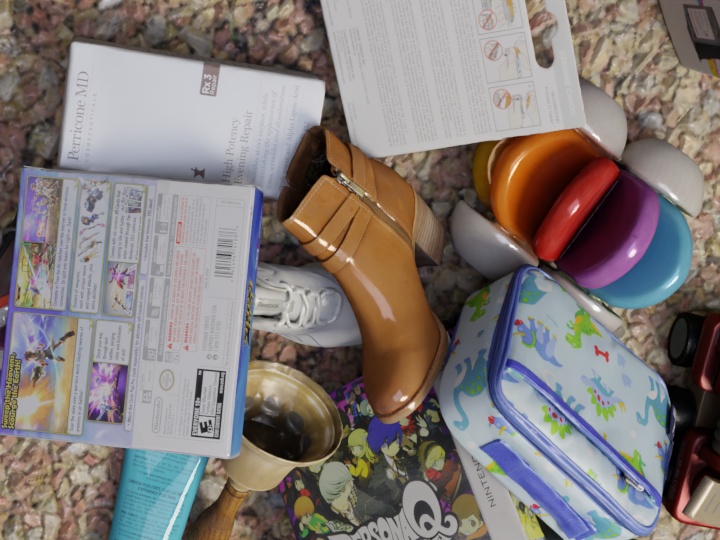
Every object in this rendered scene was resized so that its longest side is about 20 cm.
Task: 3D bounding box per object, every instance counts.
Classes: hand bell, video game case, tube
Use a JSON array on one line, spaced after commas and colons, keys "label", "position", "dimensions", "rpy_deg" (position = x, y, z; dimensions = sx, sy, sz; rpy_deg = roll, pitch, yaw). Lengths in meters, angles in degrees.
[{"label": "hand bell", "position": [-0.103, 0.178, 1.279], "dimensions": [0.103, 0.105, 0.201], "rpy_deg": [23, 126, -12]}, {"label": "video game case", "position": [-0.171, 0.031, 1.178], "dimensions": [0.179, 0.045, 0.202], "rpy_deg": [5, 87, 7]}, {"label": "tube", "position": [-0.177, 0.213, 1.311], "dimensions": [0.077, 0.050, 0.202], "rpy_deg": [15, 95, -8]}, {"label": "video game case", "position": [0.029, 0.171, 1.252], "dimensions": [0.199, 0.036, 0.183], "rpy_deg": [-28, 72, 27]}]

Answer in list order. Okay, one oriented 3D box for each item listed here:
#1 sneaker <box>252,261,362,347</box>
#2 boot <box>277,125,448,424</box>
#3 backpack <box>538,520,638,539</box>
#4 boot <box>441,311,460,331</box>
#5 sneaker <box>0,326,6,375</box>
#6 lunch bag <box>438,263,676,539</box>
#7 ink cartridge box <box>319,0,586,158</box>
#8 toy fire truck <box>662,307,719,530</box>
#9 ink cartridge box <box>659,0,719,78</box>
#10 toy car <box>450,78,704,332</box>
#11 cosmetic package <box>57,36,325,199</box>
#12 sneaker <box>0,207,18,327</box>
[{"label": "sneaker", "position": [-0.063, 0.027, 1.267], "dimensions": [0.198, 0.087, 0.075], "rpy_deg": [9, 98, -11]}, {"label": "boot", "position": [0.000, 0.000, 1.196], "dimensions": [0.155, 0.076, 0.202], "rpy_deg": [38, 53, -39]}, {"label": "backpack", "position": [0.160, 0.284, 1.293], "dimensions": [0.174, 0.200, 0.155], "rpy_deg": [8, 80, -18]}, {"label": "boot", "position": [0.063, 0.118, 1.320], "dimensions": [0.199, 0.070, 0.132], "rpy_deg": [-34, 101, -11]}, {"label": "sneaker", "position": [-0.199, 0.097, 1.272], "dimensions": [0.198, 0.081, 0.089], "rpy_deg": [5, 108, -4]}, {"label": "lunch bag", "position": [0.155, 0.109, 1.212], "dimensions": [0.200, 0.161, 0.082], "rpy_deg": [43, 132, -20]}, {"label": "ink cartridge box", "position": [0.071, -0.178, 1.217], "dimensions": [0.198, 0.057, 0.164], "rpy_deg": [-7, 103, 23]}, {"label": "toy fire truck", "position": [0.297, 0.134, 1.279], "dimensions": [0.127, 0.200, 0.178], "rpy_deg": [12, 100, -11]}, {"label": "ink cartridge box", "position": [0.334, -0.207, 1.217], "dimensions": [0.146, 0.200, 0.086], "rpy_deg": [-22, 104, -3]}, {"label": "toy car", "position": [0.182, -0.042, 1.254], "dimensions": [0.199, 0.150, 0.176], "rpy_deg": [35, 94, -13]}, {"label": "cosmetic package", "position": [-0.133, -0.117, 1.235], "dimensions": [0.198, 0.074, 0.103], "rpy_deg": [6, 100, -11]}, {"label": "sneaker", "position": [-0.232, -0.027, 1.241], "dimensions": [0.199, 0.077, 0.082], "rpy_deg": [-28, 96, -3]}]
